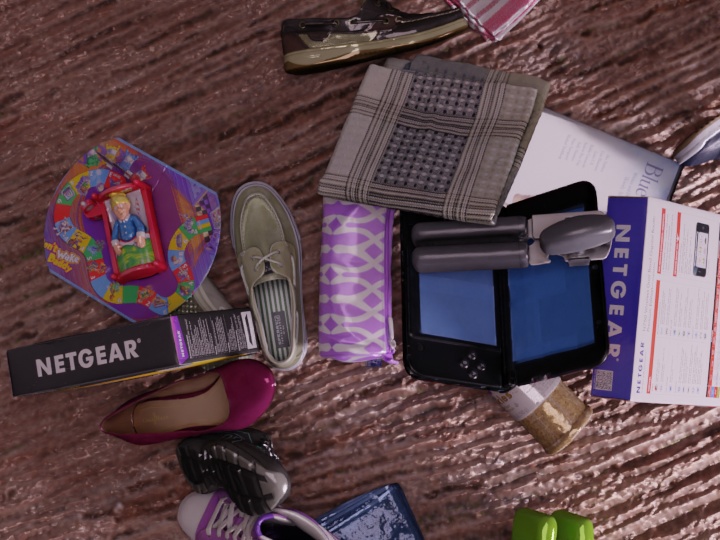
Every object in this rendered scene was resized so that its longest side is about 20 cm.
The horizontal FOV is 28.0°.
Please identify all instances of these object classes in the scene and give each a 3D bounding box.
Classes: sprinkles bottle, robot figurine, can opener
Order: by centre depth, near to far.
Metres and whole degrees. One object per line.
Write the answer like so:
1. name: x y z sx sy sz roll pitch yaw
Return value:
1. can opener: 0.146 -0.035 1.398 0.198 0.067 0.054 -3 64 7
2. robot figurine: 0.189 0.347 1.469 0.174 0.116 0.202 7 87 -21
3. sprinkles bottle: 0.151 0.099 1.502 0.068 0.068 0.200 -45 90 -3

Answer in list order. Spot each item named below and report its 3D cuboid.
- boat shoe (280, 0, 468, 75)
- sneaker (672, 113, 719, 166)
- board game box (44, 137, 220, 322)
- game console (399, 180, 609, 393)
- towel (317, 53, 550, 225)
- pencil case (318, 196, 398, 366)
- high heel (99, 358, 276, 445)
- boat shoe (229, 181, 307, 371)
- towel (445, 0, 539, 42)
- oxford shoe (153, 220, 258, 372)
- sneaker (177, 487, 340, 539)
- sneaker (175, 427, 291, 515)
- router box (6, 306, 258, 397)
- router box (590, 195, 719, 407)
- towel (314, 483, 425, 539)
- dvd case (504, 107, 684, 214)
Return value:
1. boat shoe: 0.012 -0.254 1.511 0.198 0.073 0.066 -13 93 -2
2. sneaker: 0.435 -0.136 1.522 0.199 0.070 0.109 -30 87 -6
3. board game box: -0.243 -0.044 1.479 0.199 0.039 0.159 29 88 19
4. game console: 0.137 0.006 1.428 0.171 0.119 0.202 10 63 -21
5. towel: 0.075 -0.140 1.456 0.191 0.035 0.201 11 55 21
6. pencil case: 0.000 0.000 1.493 0.085 0.084 0.202 -1 89 33
7. high heel: -0.169 0.136 1.422 0.096 0.199 0.068 -7 75 -44
8. boat shoe: -0.090 0.004 1.501 0.071 0.062 0.202 -13 87 -2
9. towel: 0.122 -0.360 1.541 0.200 0.030 0.146 45 86 1
10. oxford shoe: -0.175 0.031 1.504 0.075 0.058 0.201 -45 74 24
11. sneaker: -0.106 0.251 1.438 0.199 0.114 0.073 13 69 22
12. sneaker: -0.114 0.185 1.431 0.079 0.199 0.076 -23 105 -28
13. router box: -0.222 0.080 1.415 0.198 0.149 0.052 -12 86 26
14. router box: 0.310 0.034 1.465 0.049 0.179 0.202 3 86 43
15. towel: -0.026 0.309 1.498 0.199 0.049 0.112 -27 89 -3
16. dvd case: 0.228 -0.083 1.538 0.198 0.018 0.144 22 86 -1
